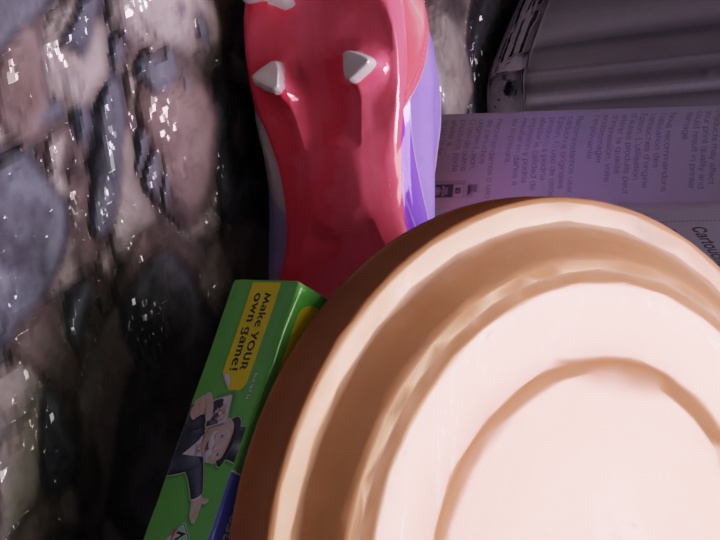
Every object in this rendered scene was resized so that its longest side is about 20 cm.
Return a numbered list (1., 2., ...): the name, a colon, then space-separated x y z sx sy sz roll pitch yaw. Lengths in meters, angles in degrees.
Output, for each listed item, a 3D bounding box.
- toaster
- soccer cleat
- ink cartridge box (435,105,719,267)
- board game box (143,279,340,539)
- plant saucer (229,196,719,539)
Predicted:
1. toaster: 0.129 -0.068 1.021 0.200 0.128 0.114 -63 141 -48
2. soccer cleat: 0.000 0.000 0.820 0.076 0.066 0.201 12 74 -67
3. ink cartridge box: 0.123 0.001 0.921 0.200 0.199 0.041 41 52 -56
4. board game box: -0.011 0.121 0.730 0.134 0.029 0.201 32 70 -39
5. plant saucer: 0.054 0.081 0.738 0.199 0.032 0.202 1 89 -37
